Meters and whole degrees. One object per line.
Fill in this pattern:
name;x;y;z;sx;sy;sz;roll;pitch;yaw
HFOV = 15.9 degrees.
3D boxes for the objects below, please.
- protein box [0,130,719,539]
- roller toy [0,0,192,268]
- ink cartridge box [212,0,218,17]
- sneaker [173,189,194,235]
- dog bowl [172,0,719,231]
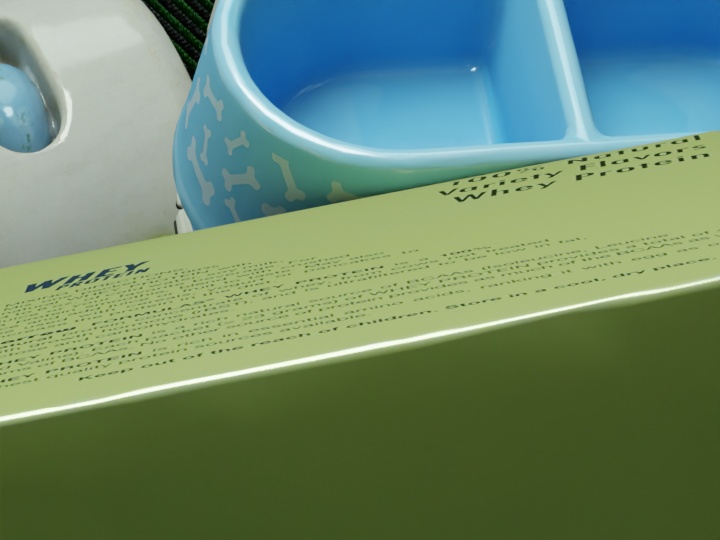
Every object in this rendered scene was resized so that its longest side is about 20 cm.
protein box;0.013;0.062;0.543;0.197;0.136;0.200;-11;9;-2
roller toy;-0.156;-0.038;1.228;0.139;0.184;0.200;-19;10;-20
ink cartridge box;0.062;-0.081;0.818;0.198;0.085;0.145;17;3;-10
sneaker;0.000;0.000;0.839;0.078;0.089;0.201;21;32;-35
dog bowl;0.049;-0.048;0.681;0.198;0.050;0.112;-4;50;-7
